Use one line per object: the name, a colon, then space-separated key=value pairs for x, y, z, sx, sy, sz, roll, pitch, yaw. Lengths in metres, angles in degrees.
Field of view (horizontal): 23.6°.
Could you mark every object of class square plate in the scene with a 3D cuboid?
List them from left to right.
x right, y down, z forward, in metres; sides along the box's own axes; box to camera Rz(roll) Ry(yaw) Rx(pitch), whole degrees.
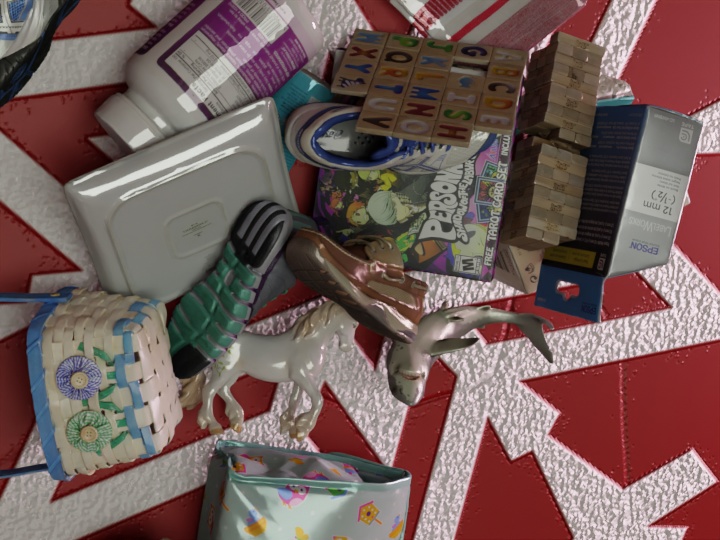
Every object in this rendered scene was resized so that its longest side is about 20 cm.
square plate: x=-0.150 y=-0.046 z=1.556 sx=0.200 sy=0.028 sz=0.198 roll=-24 pitch=142 yaw=-10

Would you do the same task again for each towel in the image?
towel: x=0.095 y=-0.278 z=1.612 sx=0.200 sy=0.023 sz=0.144 roll=43 pitch=119 yaw=-16

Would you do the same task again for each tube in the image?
tube: x=-0.096 y=-0.098 z=1.616 sx=0.077 sy=0.050 sz=0.200 roll=30 pitch=99 yaw=-25

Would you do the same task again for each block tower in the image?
block tower: x=0.181 y=-0.118 z=1.624 sx=0.054 sy=0.058 sz=0.200 roll=16 pitch=78 yaw=-22

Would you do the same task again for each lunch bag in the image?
lunch bag: x=-0.054 y=0.263 z=1.675 sx=0.200 sy=0.122 sz=0.171 roll=7 pitch=99 yaw=-17

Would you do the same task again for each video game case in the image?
video game case: x=0.052 y=-0.100 z=1.637 sx=0.181 sy=0.036 sz=0.200 roll=10 pitch=100 yaw=7

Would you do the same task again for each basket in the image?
basket: x=-0.271 y=0.098 z=1.551 sx=0.200 sy=0.139 sz=0.177 roll=-5 pitch=108 yaw=16

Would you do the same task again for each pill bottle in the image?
pill bottle: x=-0.138 y=-0.177 z=1.546 sx=0.200 sy=0.112 sz=0.112 roll=-43 pitch=113 yaw=-7

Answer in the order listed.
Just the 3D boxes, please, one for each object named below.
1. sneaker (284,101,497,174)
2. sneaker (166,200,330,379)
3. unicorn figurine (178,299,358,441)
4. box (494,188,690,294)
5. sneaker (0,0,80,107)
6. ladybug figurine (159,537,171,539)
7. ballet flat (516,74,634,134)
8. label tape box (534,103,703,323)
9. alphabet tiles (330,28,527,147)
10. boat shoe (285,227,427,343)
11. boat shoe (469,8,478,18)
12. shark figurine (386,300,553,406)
sneaker: x=0.035 y=-0.116 z=1.552 sx=0.200 sy=0.088 sz=0.075 roll=-6 pitch=103 yaw=-13
sneaker: x=-0.102 y=0.026 z=1.591 sx=0.087 sy=0.074 sz=0.200 roll=9 pitch=127 yaw=-47
unicorn figurine: x=-0.075 y=0.091 z=1.639 sx=0.200 sy=0.074 sz=0.138 roll=5 pitch=88 yaw=-10
box: x=0.217 y=-0.063 z=1.722 sx=0.200 sy=0.095 sz=0.078 roll=-28 pitch=111 yaw=-12
sneaker: x=-0.306 y=-0.218 z=1.502 sx=0.077 sy=0.076 sz=0.200 roll=33 pitch=88 yaw=-2
ladybug figurine: x=-0.230 y=0.340 z=1.640 sx=0.136 sy=0.072 sz=0.200 roll=33 pitch=93 yaw=-11
ballet flat: x=0.177 y=-0.170 z=1.699 sx=0.200 sy=0.072 sz=0.072 roll=-17 pitch=108 yaw=-17
label tape box: x=0.237 y=-0.051 z=1.602 sx=0.066 sy=0.143 sz=0.200 roll=12 pitch=91 yaw=-18
alphabet tiles: x=0.060 y=-0.166 z=1.555 sx=0.167 sy=0.200 sz=0.008 roll=9 pitch=122 yaw=6
boat shoe: x=0.000 y=0.000 z=1.578 sx=0.072 sy=0.076 sz=0.200 roll=-63 pitch=146 yaw=-9
boat shoe: x=0.154 y=-0.326 z=1.636 sx=0.076 sy=0.072 sz=0.200 roll=20 pitch=102 yaw=-23
shark figurine: x=0.087 y=0.080 z=1.727 sx=0.214 sy=0.128 sz=0.090 roll=-20 pitch=135 yaw=-34
